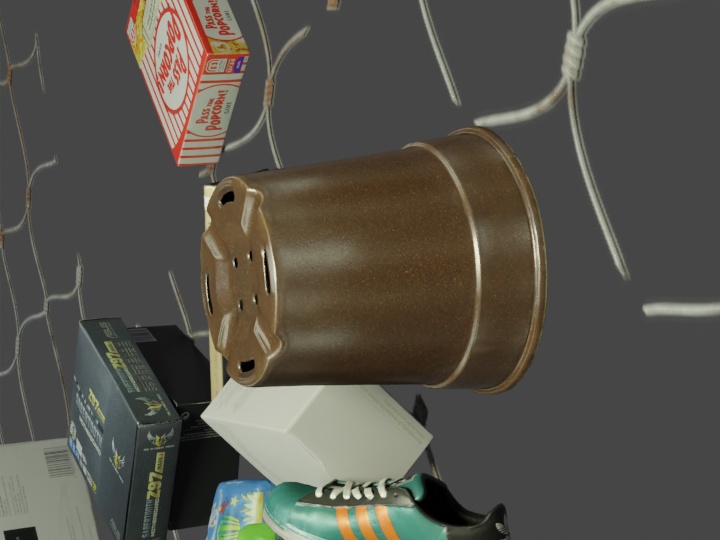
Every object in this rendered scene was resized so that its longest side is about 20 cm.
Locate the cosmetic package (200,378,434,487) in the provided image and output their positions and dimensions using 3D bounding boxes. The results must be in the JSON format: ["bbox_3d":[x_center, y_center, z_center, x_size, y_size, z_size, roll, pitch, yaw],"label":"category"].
[{"bbox_3d":[-0.040,0.129,1.601,0.108,0.085,0.200,45,162,-19],"label":"cosmetic package"}]

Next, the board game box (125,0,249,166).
[{"bbox_3d":[-0.173,-0.227,1.926,0.152,0.046,0.200,111,145,-44],"label":"board game box"}]

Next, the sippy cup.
[{"bbox_3d":[-0.083,0.254,1.734,0.178,0.139,0.131,-15,70,56],"label":"sippy cup"}]

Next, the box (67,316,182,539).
[{"bbox_3d":[-0.241,0.163,1.964,0.200,0.051,0.158,51,137,50],"label":"box"}]

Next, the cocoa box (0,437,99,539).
[{"bbox_3d":[-0.413,0.332,2.462,0.131,0.133,0.200,119,139,-52],"label":"cocoa box"}]

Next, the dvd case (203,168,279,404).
[{"bbox_3d":[-0.101,0.015,1.734,0.149,0.016,0.200,-24,-67,-69],"label":"dvd case"}]

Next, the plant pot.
[{"bbox_3d":[0.000,0.000,1.404,0.200,0.198,0.201,175,90,-67],"label":"plant pot"}]

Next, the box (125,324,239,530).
[{"bbox_3d":[-0.194,0.158,2.010,0.200,0.079,0.141,-139,52,-57],"label":"box"}]

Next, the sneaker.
[{"bbox_3d":[0.022,0.182,1.465,0.200,0.071,0.080,15,106,21],"label":"sneaker"}]
